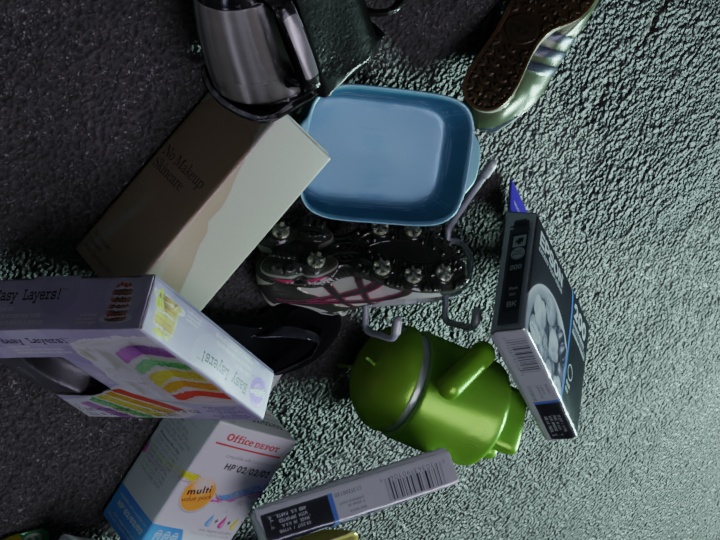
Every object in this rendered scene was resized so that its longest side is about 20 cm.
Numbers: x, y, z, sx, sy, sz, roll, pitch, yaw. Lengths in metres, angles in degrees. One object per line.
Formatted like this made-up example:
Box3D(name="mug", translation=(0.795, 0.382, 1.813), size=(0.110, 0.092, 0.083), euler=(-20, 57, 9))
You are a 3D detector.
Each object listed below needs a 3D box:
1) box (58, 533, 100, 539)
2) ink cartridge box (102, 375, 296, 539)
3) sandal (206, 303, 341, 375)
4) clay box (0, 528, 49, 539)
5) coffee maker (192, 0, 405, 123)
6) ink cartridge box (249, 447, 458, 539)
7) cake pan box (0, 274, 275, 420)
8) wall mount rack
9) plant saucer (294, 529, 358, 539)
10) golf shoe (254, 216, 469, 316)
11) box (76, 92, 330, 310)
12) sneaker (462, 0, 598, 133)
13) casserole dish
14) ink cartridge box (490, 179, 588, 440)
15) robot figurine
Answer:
Box3D(name="box", translation=(-0.224, 0.334, 1.294), size=(0.113, 0.101, 0.200), euler=(-59, 152, -1))
Box3D(name="ink cartridge box", translation=(-0.145, 0.184, 1.311), size=(0.115, 0.068, 0.201), euler=(22, 104, -49))
Box3D(name="sandal", translation=(-0.087, 0.075, 1.278), size=(0.199, 0.043, 0.077), euler=(-9, 124, -49))
Box3D(name="clay box", translation=(-0.369, 0.318, 1.230), size=(0.198, 0.048, 0.116), euler=(-16, 131, -32))
Box3D(name="coffee maker", translation=(-0.061, -0.247, 1.017), size=(0.193, 0.134, 0.201), euler=(-54, 148, -31))
Box3D(name="ink cartridge box", translation=(-0.014, 0.231, 1.365), size=(0.196, 0.044, 0.200), euler=(-17, 172, -9))
Box3D(name="cake pan box", translation=(-0.198, 0.065, 1.090), size=(0.184, 0.198, 0.053), euler=(49, 47, -50))
Box3D(name="wall mount rack", translation=(0.064, -0.024, 1.337), size=(0.199, 0.074, 0.176), euler=(-5, 100, -41))
Box3D(name="plant saucer", translation=(-0.111, 0.379, 1.515), size=(0.198, 0.048, 0.202), euler=(-11, 127, -37))
Box3D(name="golf shoe", translation=(0.000, 0.000, 1.256), size=(0.197, 0.078, 0.088), euler=(5, 144, -4))
Box3D(name="box", translation=(-0.130, -0.056, 1.115), size=(0.200, 0.095, 0.078), euler=(-50, 138, 0))
Box3D(name="sneaker", translation=(0.163, -0.214, 1.287), size=(0.201, 0.067, 0.090), euler=(-52, 165, -13))
Box3D(name="casserole dish", translation=(0.018, -0.105, 1.217), size=(0.198, 0.039, 0.123), euler=(2, 102, -30))
Box3D(name="ink cartridge box", translation=(0.192, 0.040, 1.411), size=(0.199, 0.043, 0.202), euler=(58, 33, -45))
Box3D(name="robot figurine", translation=(0.075, 0.129, 1.401), size=(0.198, 0.175, 0.117), euler=(23, 70, -19))
